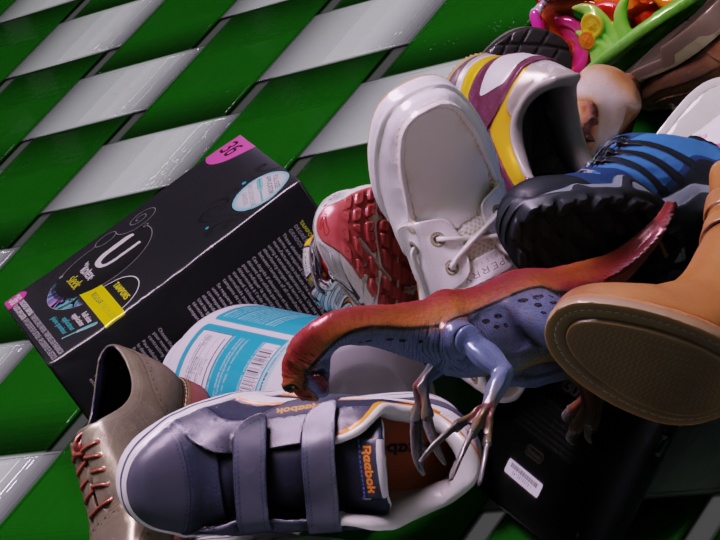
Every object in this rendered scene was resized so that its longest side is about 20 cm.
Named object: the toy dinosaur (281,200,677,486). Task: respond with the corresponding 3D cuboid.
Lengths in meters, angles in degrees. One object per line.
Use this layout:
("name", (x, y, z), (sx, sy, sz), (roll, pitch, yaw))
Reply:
("toy dinosaur", (0.052, 0.034, 1.439), (0.105, 0.181, 0.200), (-33, 39, 53))

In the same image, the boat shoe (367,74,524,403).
("boat shoe", (0.059, -0.013, 1.520), (0.071, 0.200, 0.069), (-27, 38, -9))

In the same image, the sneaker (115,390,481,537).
("sneaker", (-0.030, 0.104, 1.545), (0.200, 0.079, 0.079), (-9, 11, -13))

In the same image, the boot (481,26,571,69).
("boot", (0.060, -0.086, 1.862), (0.200, 0.068, 0.131), (-62, 20, 14))

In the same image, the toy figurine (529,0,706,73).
("toy figurine", (0.146, -0.225, 1.909), (0.200, 0.184, 0.150), (-35, -7, 31))

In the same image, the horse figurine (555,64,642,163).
("horse figurine", (0.131, -0.077, 1.751), (0.200, 0.050, 0.133), (-37, -18, -55))

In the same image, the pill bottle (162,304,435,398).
("pill bottle", (-0.047, 0.079, 1.706), (0.111, 0.111, 0.200), (-43, 23, -19))

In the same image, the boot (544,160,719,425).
("boot", (0.186, -0.003, 1.429), (0.200, 0.077, 0.155), (6, 50, -8))

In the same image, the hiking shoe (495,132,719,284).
("hiking shoe", (0.140, -0.033, 1.542), (0.087, 0.200, 0.074), (47, 124, 39))

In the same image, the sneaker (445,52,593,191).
("sneaker", (0.093, -0.024, 1.625), (0.075, 0.200, 0.090), (-14, 15, -35))

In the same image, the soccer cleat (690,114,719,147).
("soccer cleat", (0.240, -0.076, 1.666), (0.200, 0.070, 0.086), (-24, 39, 5))

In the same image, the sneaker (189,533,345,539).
("sneaker", (-0.068, 0.163, 1.604), (0.200, 0.072, 0.073), (-12, 58, 47))

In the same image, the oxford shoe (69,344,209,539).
("oxford shoe", (-0.140, 0.127, 1.604), (0.070, 0.075, 0.200), (-36, 30, 31))

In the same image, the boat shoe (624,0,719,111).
("boat shoe", (0.216, -0.123, 1.806), (0.072, 0.068, 0.200), (-44, 2, -10))

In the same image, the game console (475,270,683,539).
("game console", (0.163, 0.074, 1.543), (0.176, 0.116, 0.200), (-65, 22, 5))

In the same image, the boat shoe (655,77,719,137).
("boat shoe", (0.171, -0.031, 1.719), (0.200, 0.073, 0.062), (-44, -20, -6))

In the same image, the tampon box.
("tampon box", (-0.106, 0.029, 1.869), (0.200, 0.126, 0.150), (-37, 23, -7))

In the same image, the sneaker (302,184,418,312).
("sneaker", (0.000, 0.000, 1.653), (0.082, 0.200, 0.078), (4, 77, 13))
